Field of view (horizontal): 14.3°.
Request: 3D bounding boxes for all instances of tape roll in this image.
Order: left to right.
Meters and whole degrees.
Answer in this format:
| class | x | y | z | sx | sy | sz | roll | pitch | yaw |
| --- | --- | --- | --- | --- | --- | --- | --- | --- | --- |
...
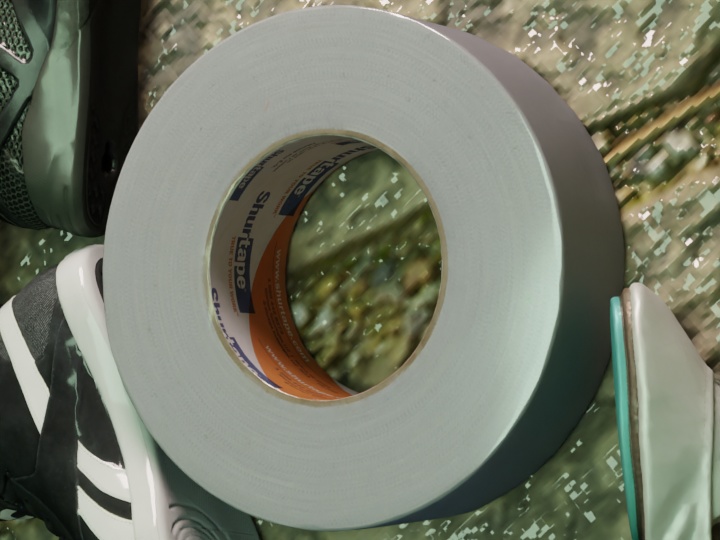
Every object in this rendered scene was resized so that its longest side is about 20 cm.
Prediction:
| class | x | y | z | sx | sy | sz | roll | pitch | yaw |
| --- | --- | --- | --- | --- | --- | --- | --- | --- | --- |
| tape roll | 0.000 | 0.000 | 1.114 | 0.199 | 0.066 | 0.201 | -1 | 88 | 28 |

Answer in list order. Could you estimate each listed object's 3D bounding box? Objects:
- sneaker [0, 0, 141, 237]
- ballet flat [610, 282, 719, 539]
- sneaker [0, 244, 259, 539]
| class | x | y | z | sx | sy | sz | roll | pitch | yaw |
| --- | --- | --- | --- | --- | --- | --- | --- | --- | --- |
| sneaker | -0.147 | -0.119 | 1.188 | 0.114 | 0.076 | 0.201 | 7 | 96 | 21 |
| ballet flat | 0.127 | 0.104 | 1.054 | 0.069 | 0.069 | 0.201 | -2 | 91 | 27 |
| sneaker | -0.111 | 0.101 | 1.170 | 0.112 | 0.073 | 0.201 | -30 | 67 | 26 |
